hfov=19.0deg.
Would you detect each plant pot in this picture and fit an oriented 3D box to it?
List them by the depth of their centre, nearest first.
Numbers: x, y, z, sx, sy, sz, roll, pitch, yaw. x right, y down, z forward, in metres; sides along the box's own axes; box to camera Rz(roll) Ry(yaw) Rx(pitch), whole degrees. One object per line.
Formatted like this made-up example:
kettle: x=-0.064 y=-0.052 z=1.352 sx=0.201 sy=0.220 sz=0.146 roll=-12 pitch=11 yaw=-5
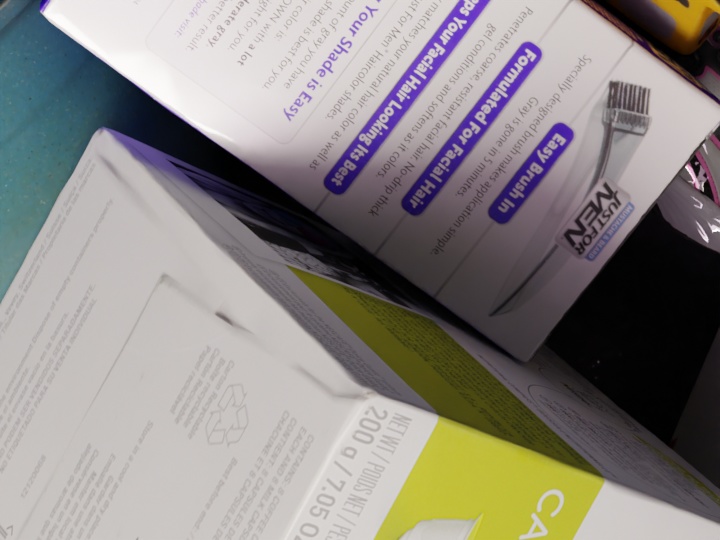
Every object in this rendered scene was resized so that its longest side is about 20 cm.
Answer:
plant pot: x=-0.128 y=-0.010 z=0.826 sx=0.200 sy=0.200 sz=0.188 roll=-24 pitch=115 yaw=33

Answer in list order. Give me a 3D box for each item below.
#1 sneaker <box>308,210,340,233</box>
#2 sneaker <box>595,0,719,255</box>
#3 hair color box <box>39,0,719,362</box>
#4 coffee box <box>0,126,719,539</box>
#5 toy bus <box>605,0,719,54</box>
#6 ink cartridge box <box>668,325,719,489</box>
sneaker: x=-0.034 y=-0.090 z=0.798 sx=0.081 sy=0.074 sz=0.200 roll=-10 pitch=112 yaw=5
sneaker: x=0.125 y=-0.066 z=0.777 sx=0.200 sy=0.080 sz=0.086 roll=25 pitch=117 yaw=0
hair color box: x=0.008 y=-0.074 z=0.715 sx=0.200 sy=0.065 sz=0.109 roll=36 pitch=102 yaw=-9
coffee box: x=-0.018 y=0.106 z=0.712 sx=0.198 sy=0.200 sz=0.200 roll=23 pitch=100 yaw=-37
toy bus: x=0.084 y=-0.139 z=0.714 sx=0.200 sy=0.065 sz=0.078 roll=38 pitch=159 yaw=12
ink cartridge box: x=0.208 y=0.107 z=0.771 sx=0.200 sy=0.084 sz=0.144 roll=23 pitch=92 yaw=-17
